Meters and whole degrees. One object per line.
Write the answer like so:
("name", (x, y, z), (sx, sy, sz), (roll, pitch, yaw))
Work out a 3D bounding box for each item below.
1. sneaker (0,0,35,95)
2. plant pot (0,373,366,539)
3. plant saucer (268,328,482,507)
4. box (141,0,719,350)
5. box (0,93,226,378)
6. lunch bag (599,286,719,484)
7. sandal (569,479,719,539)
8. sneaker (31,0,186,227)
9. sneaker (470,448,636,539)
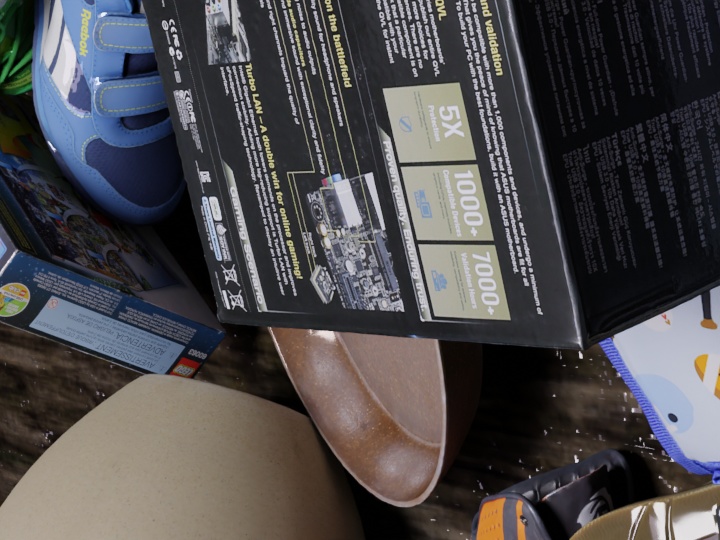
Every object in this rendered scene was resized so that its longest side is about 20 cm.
("sneaker", (-0.178, -0.129, 1.065), (0.074, 0.200, 0.084), (-27, 99, 14))
("plant pot", (-0.076, 0.126, 0.999), (0.200, 0.199, 0.136), (-3, 67, 57))
("plant saucer", (0.000, 0.000, 0.912), (0.201, 0.034, 0.201), (52, 152, 42))
("box", (0.014, -0.089, 0.595), (0.163, 0.086, 0.202), (1, 108, 52))
("box", (-0.164, -0.033, 1.065), (0.038, 0.136, 0.200), (-52, 46, 14))
("lunch bag", (0.140, -0.042, 0.627), (0.170, 0.123, 0.202), (-16, 83, 56))
("sandal", (0.154, 0.098, 0.720), (0.199, 0.054, 0.081), (-18, 74, 42))
("sneaker", (-0.111, -0.115, 1.024), (0.082, 0.074, 0.202), (14, 117, 50))
("sneaker", (0.098, 0.136, 0.808), (0.199, 0.077, 0.113), (19, 120, 52))
